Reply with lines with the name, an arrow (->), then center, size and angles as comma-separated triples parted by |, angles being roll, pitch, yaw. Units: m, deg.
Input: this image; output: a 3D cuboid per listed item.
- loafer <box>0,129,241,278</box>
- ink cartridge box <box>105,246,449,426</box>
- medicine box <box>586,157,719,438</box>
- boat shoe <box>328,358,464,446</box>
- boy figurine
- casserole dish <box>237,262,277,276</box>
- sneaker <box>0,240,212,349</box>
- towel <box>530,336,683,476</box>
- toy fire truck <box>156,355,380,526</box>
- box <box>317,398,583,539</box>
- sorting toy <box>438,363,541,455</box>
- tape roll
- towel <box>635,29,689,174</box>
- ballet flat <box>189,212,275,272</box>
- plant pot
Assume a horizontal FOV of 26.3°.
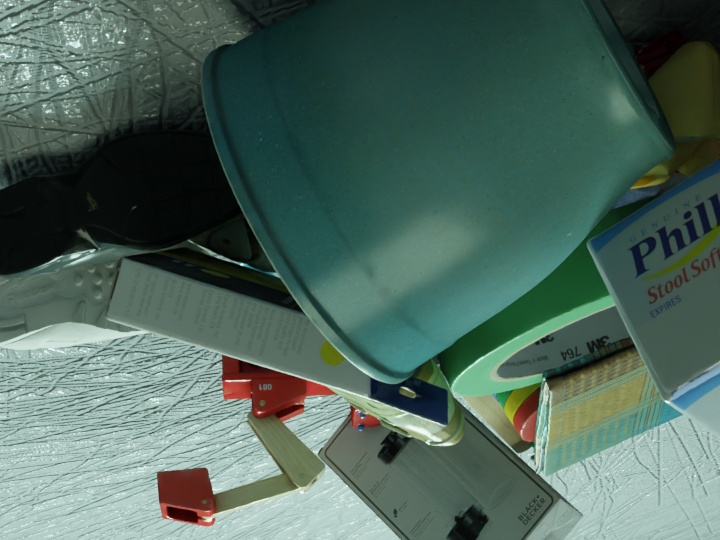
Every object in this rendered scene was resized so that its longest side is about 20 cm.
loafer -> -0.145, -0.043, 0.971 | 0.198, 0.074, 0.072 | -10, 176, 21
ink cartridge box -> -0.036, 0.034, 0.928 | 0.198, 0.047, 0.198 | 16, -178, 2
medicine box -> 0.248, 0.007, 0.796 | 0.181, 0.104, 0.200 | -34, 147, 19
boat shoe -> 0.021, 0.080, 1.138 | 0.063, 0.073, 0.200 | 50, 170, -18
boy figurine -> 0.166, -0.067, 0.904 | 0.123, 0.065, 0.200 | 6, 158, -20
casserole dish -> 0.000, 0.000, 1.058 | 0.199, 0.039, 0.121 | -26, 118, 41
sneaker -> -0.180, 0.017, 1.088 | 0.198, 0.077, 0.080 | -6, 165, 20
towel -> 0.183, 0.077, 1.032 | 0.145, 0.022, 0.200 | -23, 157, -5
toy fire truck -> -0.064, 0.129, 1.246 | 0.198, 0.142, 0.049 | -2, 155, -4
box -> 0.071, 0.175, 1.270 | 0.117, 0.200, 0.060 | -51, 146, 1
sorting toy -> 0.182, 0.070, 1.146 | 0.198, 0.070, 0.200 | -35, 151, 5
tape roll -> 0.140, 0.017, 0.944 | 0.199, 0.049, 0.201 | -19, 164, -5
towel -> 0.135, -0.081, 0.970 | 0.199, 0.023, 0.144 | -18, 151, 28
ballet flat -> -0.048, -0.031, 0.976 | 0.199, 0.063, 0.067 | -15, 152, 38
plant pot -> 0.050, -0.075, 0.793 | 0.187, 0.201, 0.200 | -30, 148, 16
